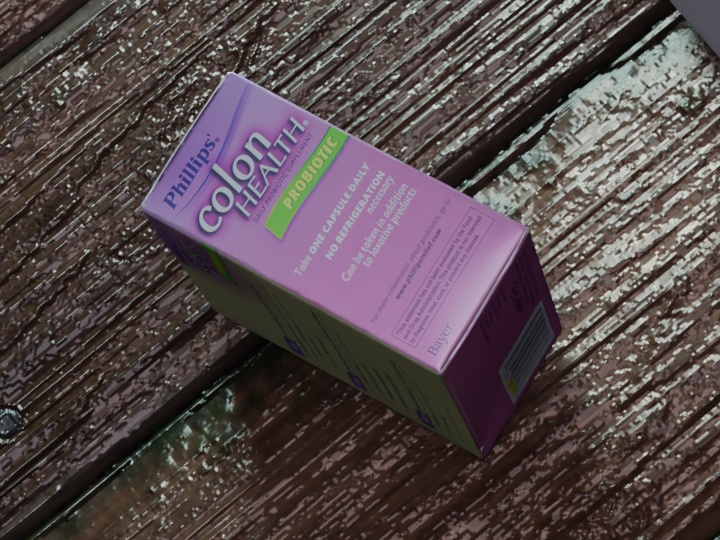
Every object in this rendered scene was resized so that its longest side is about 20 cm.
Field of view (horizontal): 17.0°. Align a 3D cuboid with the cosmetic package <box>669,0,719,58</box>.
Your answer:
[{"bbox_3d":[0.285,-0.178,1.386,0.167,0.166,0.200,-38,68,0],"label":"cosmetic package"}]

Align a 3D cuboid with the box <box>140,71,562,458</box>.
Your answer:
[{"bbox_3d":[0.000,0.000,1.374,0.200,0.176,0.097,28,78,19],"label":"box"}]
